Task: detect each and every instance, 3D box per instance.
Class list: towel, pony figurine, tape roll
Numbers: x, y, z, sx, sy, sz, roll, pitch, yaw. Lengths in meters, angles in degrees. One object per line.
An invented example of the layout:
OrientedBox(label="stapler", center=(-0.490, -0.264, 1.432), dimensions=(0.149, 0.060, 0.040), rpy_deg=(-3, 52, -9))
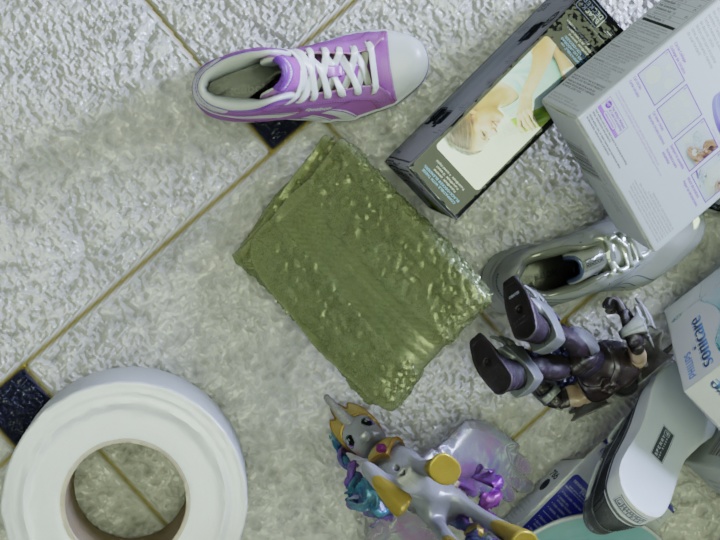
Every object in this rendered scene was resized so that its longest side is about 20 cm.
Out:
OrientedBox(label="towel", center=(0.000, 0.000, 1.042), dimensions=(0.200, 0.036, 0.149), rpy_deg=(45, 106, 16))
OrientedBox(label="pony figurine", center=(0.061, 0.184, 1.048), dimensions=(0.193, 0.200, 0.167), rpy_deg=(44, 83, -24))
OrientedBox(label="tape roll", center=(-0.192, 0.185, 1.063), dimensions=(0.201, 0.071, 0.204), rpy_deg=(-1, 95, -6))

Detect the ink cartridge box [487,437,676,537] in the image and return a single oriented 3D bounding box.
OrientedBox(label="ink cartridge box", center=(0.174, 0.245, 1.125), dimensions=(0.200, 0.039, 0.099), rpy_deg=(-44, 99, 1))

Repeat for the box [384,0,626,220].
OrientedBox(label="box", center=(0.117, -0.135, 1.041), dimensions=(0.200, 0.117, 0.060), rpy_deg=(-45, 101, -2))

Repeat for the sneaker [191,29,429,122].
OrientedBox(label="sneaker", center=(-0.035, -0.153, 1.023), dimensions=(0.199, 0.114, 0.073), rpy_deg=(-12, 96, -6))

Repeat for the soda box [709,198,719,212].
OrientedBox(label="soda box", center=(0.367, -0.069, 1.099), dimensions=(0.199, 0.063, 0.071), rpy_deg=(17, 94, -7))

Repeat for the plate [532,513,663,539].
OrientedBox(label="plate", center=(0.185, 0.297, 1.100), dimensions=(0.199, 0.026, 0.202), rpy_deg=(-4, 106, -13))

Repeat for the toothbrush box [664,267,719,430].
OrientedBox(label="toothbrush box", center=(0.352, 0.031, 1.021), dimensions=(0.200, 0.147, 0.085), rpy_deg=(-41, 104, 20))

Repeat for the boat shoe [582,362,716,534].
OrientedBox(label="boat shoe", center=(0.241, 0.151, 1.075), dimensions=(0.072, 0.200, 0.068), rpy_deg=(45, 133, -4))

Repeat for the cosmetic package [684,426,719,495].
OrientedBox(label="cosmetic package", center=(0.420, 0.166, 1.067), dimensions=(0.200, 0.165, 0.165), rpy_deg=(41, 80, -9))

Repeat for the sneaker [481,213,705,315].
OrientedBox(label="sneaker", center=(0.204, -0.008, 1.076), dimensions=(0.199, 0.087, 0.075), rpy_deg=(-22, 91, -5))

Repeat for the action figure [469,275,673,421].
OrientedBox(label="action figure", center=(0.179, 0.070, 1.059), dimensions=(0.199, 0.070, 0.130), rpy_deg=(18, 121, -45))

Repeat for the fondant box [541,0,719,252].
OrientedBox(label="fondant box", center=(0.259, -0.134, 0.996), dimensions=(0.200, 0.058, 0.145), rpy_deg=(-39, 121, -3))
